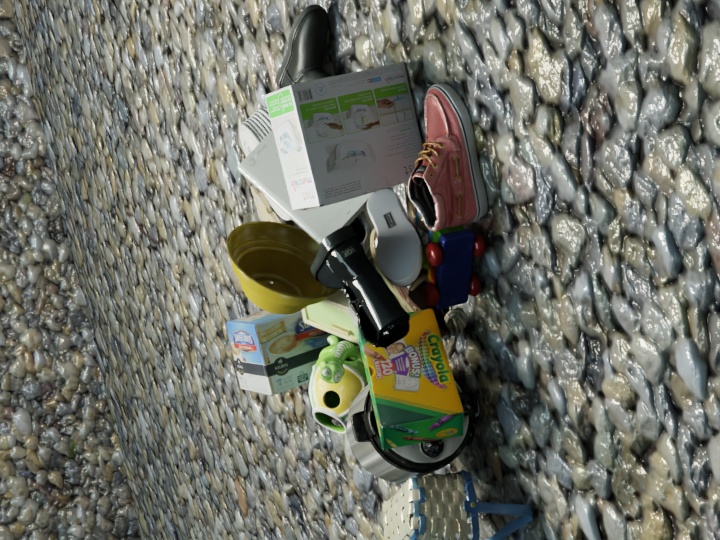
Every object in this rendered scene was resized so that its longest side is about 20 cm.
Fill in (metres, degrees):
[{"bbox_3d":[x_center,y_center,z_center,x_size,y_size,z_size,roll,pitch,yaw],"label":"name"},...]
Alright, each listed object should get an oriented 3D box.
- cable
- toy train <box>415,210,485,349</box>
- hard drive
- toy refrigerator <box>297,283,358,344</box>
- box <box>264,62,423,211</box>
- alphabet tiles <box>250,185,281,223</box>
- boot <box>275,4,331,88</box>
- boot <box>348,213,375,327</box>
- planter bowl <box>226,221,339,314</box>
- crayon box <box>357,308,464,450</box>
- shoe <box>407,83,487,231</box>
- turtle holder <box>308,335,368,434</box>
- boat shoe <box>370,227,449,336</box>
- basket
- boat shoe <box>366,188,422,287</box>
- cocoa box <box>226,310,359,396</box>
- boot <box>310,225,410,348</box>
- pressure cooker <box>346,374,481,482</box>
[{"bbox_3d":[-0.145,-0.184,1.712,0.201,0.069,0.200,61,168,-8],"label":"cable"},{"bbox_3d":[0.118,0.007,1.452,0.116,0.084,0.201,-122,27,-49],"label":"toy train"},{"bbox_3d":[-0.084,-0.148,1.581,0.200,0.132,0.026,42,174,13],"label":"hard drive"},{"bbox_3d":[-0.007,0.073,1.622,0.199,0.070,0.076,19,134,31],"label":"toy refrigerator"},{"bbox_3d":[-0.016,-0.197,1.440,0.096,0.199,0.178,-1,106,59],"label":"box"},{"bbox_3d":[-0.159,-0.062,1.861,0.196,0.015,0.200,56,167,26],"label":"alphabet tiles"},{"bbox_3d":[-0.046,-0.301,1.564,0.200,0.065,0.165,52,136,29],"label":"boot"},{"bbox_3d":[0.000,0.000,1.556,0.096,0.073,0.201,63,-167,-45],"label":"boot"},{"bbox_3d":[-0.131,0.012,1.579,0.201,0.199,0.084,49,129,35],"label":"planter bowl"},{"bbox_3d":[0.070,0.154,1.413,0.059,0.118,0.201,86,173,-45],"label":"crayon box"},{"bbox_3d":[0.109,-0.157,1.360,0.071,0.091,0.202,-10,96,60],"label":"shoe"},{"bbox_3d":[-0.019,0.196,1.652,0.140,0.132,0.186,31,154,-5],"label":"turtle holder"},{"bbox_3d":[0.083,0.015,1.521,0.072,0.072,0.201,-22,90,53],"label":"boat shoe"},{"bbox_3d":[0.142,0.390,1.496,0.177,0.198,0.140,119,151,-51],"label":"basket"},{"bbox_3d":[0.053,-0.037,1.445,0.201,0.070,0.066,-110,-6,-48],"label":"boat shoe"},{"bbox_3d":[-0.121,0.130,1.782,0.133,0.199,0.132,0,104,59],"label":"cocoa box"},{"bbox_3d":[0.000,0.039,1.426,0.169,0.076,0.200,59,168,11],"label":"boot"},{"bbox_3d":[0.081,0.231,1.508,0.178,0.176,0.200,36,157,0],"label":"pressure cooker"}]
